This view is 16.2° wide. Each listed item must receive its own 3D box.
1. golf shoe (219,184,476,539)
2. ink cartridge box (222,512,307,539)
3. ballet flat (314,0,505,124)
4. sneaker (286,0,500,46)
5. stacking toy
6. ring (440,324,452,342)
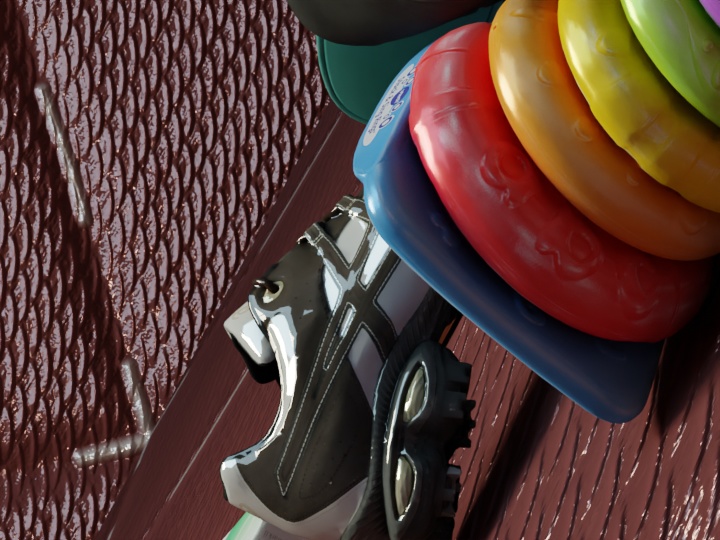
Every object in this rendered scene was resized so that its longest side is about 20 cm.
[{"bbox_3d":[0.000,0.000,0.898,0.078,0.094,0.201,78,-161,-64],"label":"golf shoe"},{"bbox_3d":[-0.075,0.197,1.097,0.200,0.050,0.161,-61,5,-31],"label":"ink cartridge box"},{"bbox_3d":[0.031,-0.132,0.820,0.201,0.072,0.072,103,-171,-49],"label":"ballet flat"},{"bbox_3d":[0.037,-0.115,0.705,0.200,0.076,0.091,-31,6,43],"label":"sneaker"},{"bbox_3d":[0.099,-0.063,0.689,0.200,0.110,0.116,-43,12,36],"label":"stacking toy"},{"bbox_3d":[0.017,0.034,1.256,0.201,0.019,0.200,-60,5,8],"label":"ring"}]
